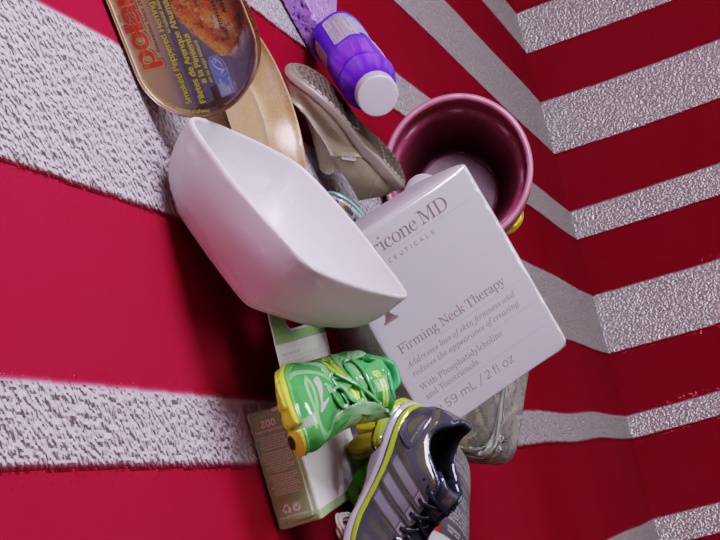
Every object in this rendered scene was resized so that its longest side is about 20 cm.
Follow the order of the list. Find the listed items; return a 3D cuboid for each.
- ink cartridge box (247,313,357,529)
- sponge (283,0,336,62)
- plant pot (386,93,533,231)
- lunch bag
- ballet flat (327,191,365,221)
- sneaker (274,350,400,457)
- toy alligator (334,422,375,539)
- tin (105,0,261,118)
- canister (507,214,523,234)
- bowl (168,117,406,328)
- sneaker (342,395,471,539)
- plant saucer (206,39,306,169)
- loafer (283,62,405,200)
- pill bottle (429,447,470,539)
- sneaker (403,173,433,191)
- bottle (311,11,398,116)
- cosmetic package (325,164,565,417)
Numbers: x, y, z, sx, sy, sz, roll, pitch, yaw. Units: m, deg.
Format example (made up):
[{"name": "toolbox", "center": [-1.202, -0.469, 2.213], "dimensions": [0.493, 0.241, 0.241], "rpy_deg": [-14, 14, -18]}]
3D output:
[{"name": "ink cartridge box", "center": [-0.057, 0.117, 1.265], "dimensions": [0.145, 0.047, 0.203], "rpy_deg": [-9, 82, -73]}, {"name": "sponge", "center": [-0.063, -0.363, 1.744], "dimensions": [0.202, 0.029, 0.112], "rpy_deg": [-90, 157, -43]}, {"name": "plant pot", "center": [0.130, -0.117, 1.885], "dimensions": [0.179, 0.197, 0.203], "rpy_deg": [66, 10, -81]}, {"name": "lunch bag", "center": [0.097, 0.115, 1.555], "dimensions": [0.167, 0.138, 0.203], "rpy_deg": [23, 75, -56]}, {"name": "ballet flat", "center": [0.000, 0.000, 1.541], "dimensions": [0.073, 0.071, 0.201], "rpy_deg": [-91, 156, -43]}, {"name": "sneaker", "center": [-0.017, 0.101, 1.187], "dimensions": [0.200, 0.083, 0.075], "rpy_deg": [-31, 105, -71]}, {"name": "toy alligator", "center": [0.021, 0.183, 1.289], "dimensions": [0.200, 0.054, 0.060], "rpy_deg": [-67, 139, -65]}, {"name": "tin", "center": [-0.155, -0.228, 1.180], "dimensions": [0.042, 0.111, 0.202], "rpy_deg": [-81, 151, -75]}, {"name": "canister", "center": [0.187, -0.165, 2.264], "dimensions": [0.200, 0.086, 0.150], "rpy_deg": [49, 28, -51]}, {"name": "bowl", "center": [-0.073, -0.029, 1.202], "dimensions": [0.201, 0.075, 0.199], "rpy_deg": [52, 16, 27]}, {"name": "sneaker", "center": [0.042, 0.206, 1.208], "dimensions": [0.074, 0.080, 0.203], "rpy_deg": [30, 65, -44]}, {"name": "plant saucer", "center": [-0.110, -0.149, 1.374], "dimensions": [0.200, 0.035, 0.203], "rpy_deg": [-18, 90, -73]}, {"name": "loafer", "center": [-0.029, -0.148, 1.584], "dimensions": [0.200, 0.068, 0.076], "rpy_deg": [46, 16, -25]}, {"name": "pill bottle", "center": [0.049, 0.259, 1.355], "dimensions": [0.201, 0.112, 0.115], "rpy_deg": [-82, 150, -55]}, {"name": "sneaker", "center": [0.087, -0.061, 1.698], "dimensions": [0.116, 0.073, 0.201], "rpy_deg": [-104, 172, -48]}, {"name": "bottle", "center": [-0.003, -0.232, 1.601], "dimensions": [0.084, 0.065, 0.200], "rpy_deg": [52, 5, -28]}, {"name": "cosmetic package", "center": [0.064, 0.031, 1.387], "dimensions": [0.202, 0.166, 0.166], "rpy_deg": [59, -13, -6]}]
